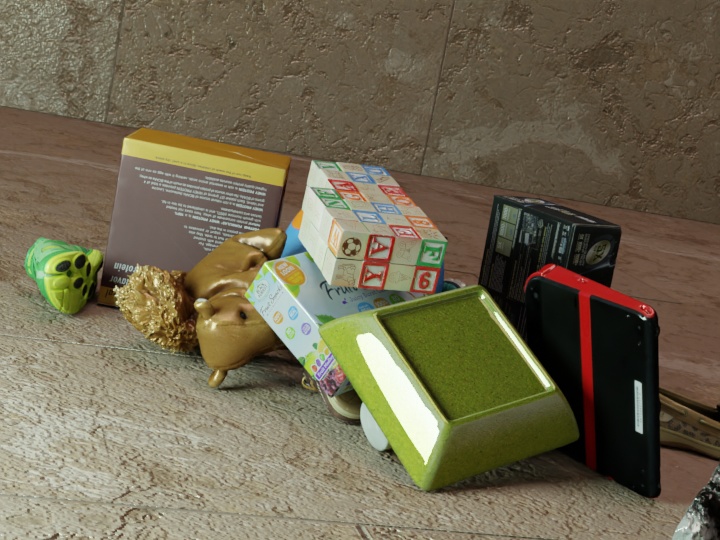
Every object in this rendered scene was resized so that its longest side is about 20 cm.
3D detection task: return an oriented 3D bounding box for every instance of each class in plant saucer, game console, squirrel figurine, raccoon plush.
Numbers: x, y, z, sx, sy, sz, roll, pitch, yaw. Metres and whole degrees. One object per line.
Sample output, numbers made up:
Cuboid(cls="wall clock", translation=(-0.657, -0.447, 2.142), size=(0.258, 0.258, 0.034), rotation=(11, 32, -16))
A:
Cuboid(cls="plant saucer", translation=(0.092, 0.092, 1.291), size=(0.198, 0.048, 0.201), rotation=(-12, 54, -34))
Cuboid(cls="game console", translation=(0.228, 0.104, 1.335), size=(0.031, 0.202, 0.176), rotation=(-21, 26, -31))
Cuboid(cls="squirrel figurine", translation=(-0.158, 0.053, 1.448), size=(0.197, 0.143, 0.187), rotation=(-2, 20, 5))
Cuboid(cls="raccoon plush", translation=(0.355, 0.231, 1.181), size=(0.133, 0.098, 0.200), rotation=(27, 39, 22))

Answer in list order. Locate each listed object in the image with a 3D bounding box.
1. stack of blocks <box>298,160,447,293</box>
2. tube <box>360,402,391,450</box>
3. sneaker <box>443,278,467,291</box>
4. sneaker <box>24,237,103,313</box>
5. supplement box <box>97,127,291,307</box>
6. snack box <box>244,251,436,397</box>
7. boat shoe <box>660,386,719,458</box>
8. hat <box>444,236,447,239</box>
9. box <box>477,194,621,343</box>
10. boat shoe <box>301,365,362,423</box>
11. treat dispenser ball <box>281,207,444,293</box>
Cuboid(cls="stack of blocks", translation=(-0.002, -0.050, 1.410), size=(0.114, 0.059, 0.200), rotation=(5, 23, -22))
Cuboid(cls="tube", translation=(0.095, 0.124, 1.330), size=(0.198, 0.059, 0.052), rotation=(-17, 1, -28))
Cuboid(cls="sneaker", translation=(0.112, 0.061, 1.772), size=(0.079, 0.078, 0.200), rotation=(-2, 15, -19))
Cuboid(cls="sneaker", translation=(-0.352, 0.005, 1.582), size=(0.083, 0.075, 0.200), rotation=(13, 1, -3))
Cuboid(cls="supplement box", translation=(-0.200, -0.051, 1.667), size=(0.195, 0.202, 0.133), rotation=(11, 11, -2))
Cuboid(cls="snack box", translation=(-0.003, 0.041, 1.400), size=(0.142, 0.053, 0.199), rotation=(47, 33, 20))
Cuboid(cls="boat shoe", translation=(0.380, 0.166, 1.517), size=(0.198, 0.063, 0.073), rotation=(11, 10, -4))
Cuboid(cls="hat", translation=(0.031, 0.020, 1.801), size=(0.199, 0.082, 0.201), rotation=(-18, -1, 0))
Cuboid(cls="box", translation=(0.232, 0.020, 1.750), size=(0.085, 0.202, 0.163), rotation=(2, 13, -34))
Cuboid(cls="boat shoe", translation=(-0.025, 0.101, 1.431), size=(0.071, 0.072, 0.201), rotation=(17, 30, -21))
Cuboid(cls="treat dispenser ball", translation=(0.000, 0.000, 1.612), size=(0.198, 0.203, 0.201), rotation=(11, 11, -2))
